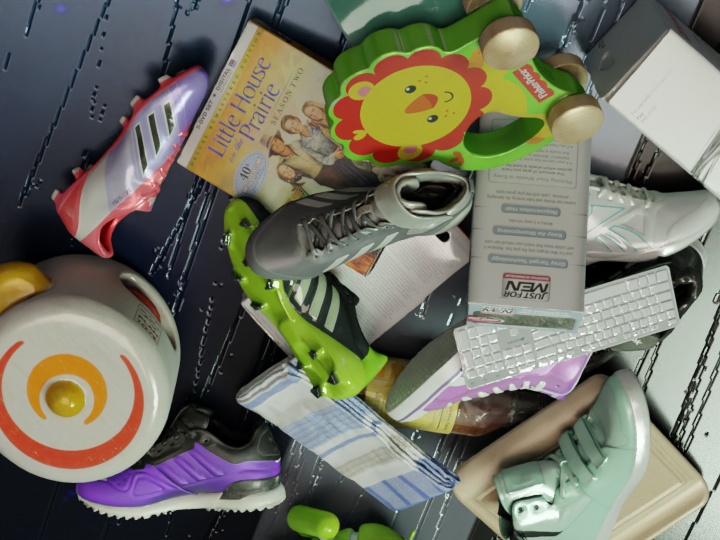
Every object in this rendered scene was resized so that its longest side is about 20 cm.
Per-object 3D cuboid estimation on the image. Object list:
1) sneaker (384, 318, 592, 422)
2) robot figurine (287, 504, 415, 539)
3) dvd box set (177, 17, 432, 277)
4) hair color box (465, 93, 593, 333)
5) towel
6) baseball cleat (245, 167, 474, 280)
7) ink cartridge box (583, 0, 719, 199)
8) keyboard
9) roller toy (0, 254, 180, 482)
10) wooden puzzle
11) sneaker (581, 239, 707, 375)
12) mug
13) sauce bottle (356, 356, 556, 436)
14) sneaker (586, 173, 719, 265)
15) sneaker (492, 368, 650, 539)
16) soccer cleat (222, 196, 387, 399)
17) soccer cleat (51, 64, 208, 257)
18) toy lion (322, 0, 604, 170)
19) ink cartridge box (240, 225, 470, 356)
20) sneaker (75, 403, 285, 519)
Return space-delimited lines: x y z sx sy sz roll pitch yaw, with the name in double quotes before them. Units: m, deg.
"sneaker" 0.123 0.094 1.635 0.200 0.073 0.114 -37 109 16
"robot figurine" -0.026 0.313 1.761 0.198 0.116 0.177 -19 103 8
"dvd box set" -0.043 -0.108 1.604 0.199 0.029 0.147 32 105 5
"hair color box" 0.145 -0.053 1.575 0.098 0.061 0.202 4 70 2
"towel" -0.016 0.155 1.697 0.199 0.024 0.147 37 152 -11
"baseball cleat" -0.002 -0.048 1.525 0.198 0.106 0.070 -19 81 -5
"ink cartridge box" 0.296 -0.130 1.557 0.200 0.147 0.086 39 106 -14
"keyboard" 0.179 0.049 1.591 0.198 0.011 0.057 -16 110 -8
"roller toy" -0.257 0.088 1.660 0.181 0.140 0.202 8 112 -3
"wooden puzzle" 0.207 0.200 1.736 0.184 0.037 0.200 -35 124 14
"sneaker" 0.231 0.045 1.660 0.199 0.091 0.067 -38 106 15
"mug" 0.044 -0.229 1.528 0.114 0.153 0.185 -30 143 10
"sauce bottle" 0.082 0.120 1.710 0.198 0.066 0.067 8 112 -9
"sneaker" 0.222 -0.049 1.635 0.198 0.071 0.081 -12 109 6
"sneaker" 0.184 0.174 1.639 0.117 0.074 0.202 -1 128 -18
"soccer cleat" -0.051 0.019 1.613 0.067 0.081 0.201 -31 91 47
"soccer cleat" -0.190 -0.097 1.618 0.200 0.067 0.077 -43 86 22
"toy lion" 0.074 -0.139 1.483 0.191 0.069 0.200 -30 143 18
"ink cartridge box" 0.000 0.000 1.669 0.200 0.050 0.109 -39 106 14
"sneaker" -0.172 0.174 1.738 0.198 0.070 0.101 -3 105 0
